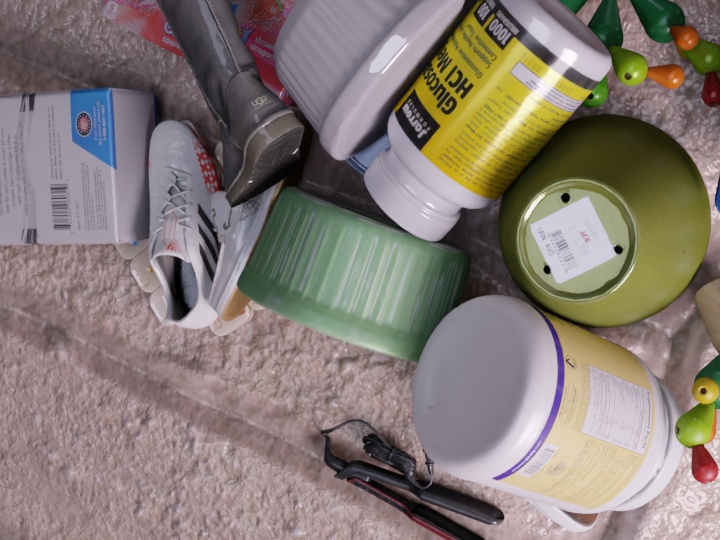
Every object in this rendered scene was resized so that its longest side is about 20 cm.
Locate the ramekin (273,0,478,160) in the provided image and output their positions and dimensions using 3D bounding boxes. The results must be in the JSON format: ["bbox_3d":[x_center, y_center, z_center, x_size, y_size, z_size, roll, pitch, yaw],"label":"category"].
[{"bbox_3d":[0.017,-0.194,0.916,0.094,0.202,0.203,44,107,6],"label":"ramekin"}]

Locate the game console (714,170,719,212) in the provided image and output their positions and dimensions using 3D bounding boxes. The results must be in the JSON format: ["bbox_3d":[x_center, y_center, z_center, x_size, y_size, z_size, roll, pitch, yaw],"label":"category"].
[{"bbox_3d":[0.384,-0.145,0.918,0.197,0.119,0.173,0,66,0],"label":"game console"}]

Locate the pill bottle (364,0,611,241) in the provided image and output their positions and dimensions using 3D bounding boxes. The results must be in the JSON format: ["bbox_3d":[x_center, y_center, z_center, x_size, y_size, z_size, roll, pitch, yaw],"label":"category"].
[{"bbox_3d":[0.093,-0.124,0.903,0.112,0.112,0.200,43,113,9],"label":"pill bottle"}]

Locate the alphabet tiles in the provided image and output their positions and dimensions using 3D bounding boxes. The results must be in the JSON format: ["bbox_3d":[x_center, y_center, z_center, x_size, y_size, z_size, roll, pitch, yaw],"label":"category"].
[{"bbox_3d":[-0.155,-0.041,1.137,0.195,0.015,0.201,-33,85,19],"label":"alphabet tiles"}]

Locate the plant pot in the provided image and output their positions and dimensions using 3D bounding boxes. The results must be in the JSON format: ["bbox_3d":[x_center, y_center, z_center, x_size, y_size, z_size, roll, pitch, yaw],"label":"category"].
[{"bbox_3d":[0.187,-0.031,0.927,0.185,0.200,0.190,2,98,18],"label":"plant pot"}]

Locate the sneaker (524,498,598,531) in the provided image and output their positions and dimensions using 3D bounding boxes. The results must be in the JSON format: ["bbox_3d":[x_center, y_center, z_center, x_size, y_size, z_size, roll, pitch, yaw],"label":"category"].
[{"bbox_3d":[0.135,0.161,1.050,0.200,0.073,0.085,48,142,-1],"label":"sneaker"}]

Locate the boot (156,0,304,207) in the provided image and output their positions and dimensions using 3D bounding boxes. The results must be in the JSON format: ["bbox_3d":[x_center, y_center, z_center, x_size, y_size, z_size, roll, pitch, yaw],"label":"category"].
[{"bbox_3d":[-0.125,-0.169,0.972,0.072,0.182,0.201,-32,82,-25],"label":"boot"}]

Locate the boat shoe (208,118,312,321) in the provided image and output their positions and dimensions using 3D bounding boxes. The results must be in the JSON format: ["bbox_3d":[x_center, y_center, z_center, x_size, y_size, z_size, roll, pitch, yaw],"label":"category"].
[{"bbox_3d":[-0.109,-0.054,1.080,0.069,0.071,0.202,21,88,11],"label":"boat shoe"}]

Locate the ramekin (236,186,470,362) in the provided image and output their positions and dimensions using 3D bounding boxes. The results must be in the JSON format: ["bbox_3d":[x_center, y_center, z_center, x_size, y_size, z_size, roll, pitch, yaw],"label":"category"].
[{"bbox_3d":[0.000,0.000,0.999,0.198,0.200,0.099,21,95,15],"label":"ramekin"}]

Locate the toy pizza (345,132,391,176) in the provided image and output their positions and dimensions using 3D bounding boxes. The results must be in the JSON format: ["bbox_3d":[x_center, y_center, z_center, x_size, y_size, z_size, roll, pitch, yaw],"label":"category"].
[{"bbox_3d":[0.057,-0.170,1.027,0.197,0.032,0.203,0,95,2],"label":"toy pizza"}]

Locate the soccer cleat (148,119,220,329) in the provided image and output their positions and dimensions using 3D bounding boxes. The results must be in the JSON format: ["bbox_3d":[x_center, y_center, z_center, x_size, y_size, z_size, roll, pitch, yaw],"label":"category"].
[{"bbox_3d":[-0.171,-0.043,1.089,0.068,0.085,0.203,-6,95,19],"label":"soccer cleat"}]

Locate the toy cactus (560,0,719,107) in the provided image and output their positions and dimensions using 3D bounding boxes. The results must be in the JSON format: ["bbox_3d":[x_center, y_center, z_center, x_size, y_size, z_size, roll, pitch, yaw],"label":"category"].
[{"bbox_3d":[0.213,-0.212,0.966,0.197,0.102,0.167,7,79,18],"label":"toy cactus"}]

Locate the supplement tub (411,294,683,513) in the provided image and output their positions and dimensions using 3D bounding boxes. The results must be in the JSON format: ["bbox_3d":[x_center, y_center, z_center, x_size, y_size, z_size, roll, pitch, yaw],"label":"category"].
[{"bbox_3d":[0.155,0.115,0.929,0.145,0.199,0.147,-27,52,41],"label":"supplement tub"}]

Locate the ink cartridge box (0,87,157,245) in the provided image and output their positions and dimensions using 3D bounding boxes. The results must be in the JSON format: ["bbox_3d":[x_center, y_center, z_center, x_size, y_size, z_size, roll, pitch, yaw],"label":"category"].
[{"bbox_3d":[-0.303,-0.101,1.135,0.198,0.084,0.148,1,96,24],"label":"ink cartridge box"}]

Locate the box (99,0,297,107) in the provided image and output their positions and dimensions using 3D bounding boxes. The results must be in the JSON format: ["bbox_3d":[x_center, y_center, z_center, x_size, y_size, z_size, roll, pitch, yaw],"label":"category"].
[{"bbox_3d":[-0.124,-0.238,1.060,0.199,0.095,0.104,29,104,13],"label":"box"}]

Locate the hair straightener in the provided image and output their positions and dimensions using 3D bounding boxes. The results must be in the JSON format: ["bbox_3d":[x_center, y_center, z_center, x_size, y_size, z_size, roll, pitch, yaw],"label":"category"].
[{"bbox_3d":[0.049,0.192,1.091,0.198,0.041,0.078,27,104,18],"label":"hair straightener"}]

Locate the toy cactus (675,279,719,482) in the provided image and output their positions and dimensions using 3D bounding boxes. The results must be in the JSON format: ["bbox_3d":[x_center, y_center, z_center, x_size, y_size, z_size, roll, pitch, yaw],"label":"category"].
[{"bbox_3d":[0.327,0.078,0.930,0.198,0.103,0.166,-22,60,-8],"label":"toy cactus"}]
